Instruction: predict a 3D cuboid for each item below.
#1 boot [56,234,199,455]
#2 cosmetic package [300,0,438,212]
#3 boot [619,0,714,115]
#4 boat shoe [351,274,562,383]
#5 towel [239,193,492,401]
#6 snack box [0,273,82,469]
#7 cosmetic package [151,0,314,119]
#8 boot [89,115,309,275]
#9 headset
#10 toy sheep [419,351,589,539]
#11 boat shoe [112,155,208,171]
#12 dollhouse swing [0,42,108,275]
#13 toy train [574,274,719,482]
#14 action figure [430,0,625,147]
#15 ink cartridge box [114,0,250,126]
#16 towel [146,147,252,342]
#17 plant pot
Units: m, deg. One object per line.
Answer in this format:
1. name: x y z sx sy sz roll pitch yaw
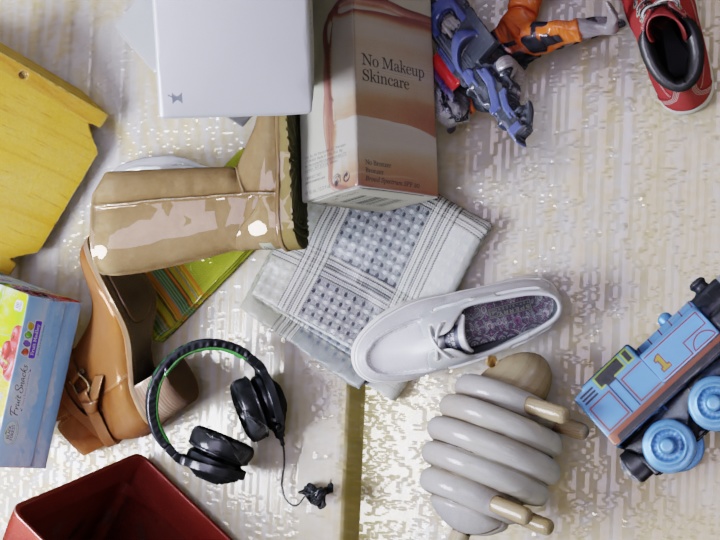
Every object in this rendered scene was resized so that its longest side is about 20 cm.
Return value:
1. boot: -0.267 0.080 1.243 0.154 0.074 0.201 -28 87 25
2. cosmetic package: 0.006 -0.161 1.133 0.087 0.103 0.201 -12 78 51
3. boot: 0.254 -0.241 1.072 0.072 0.144 0.201 -19 80 17
4. boat shoe: 0.088 0.057 1.123 0.199 0.069 0.072 -12 95 0
5. towel: 0.000 0.000 1.195 0.192 0.035 0.201 29 96 17
6. snack box: -0.373 0.091 1.249 0.199 0.067 0.170 13 90 46
7. cosmetic package: -0.100 -0.234 1.000 0.122 0.200 0.201 -2 104 -1
8. boot: -0.150 -0.089 1.152 0.199 0.066 0.176 -4 72 14
9. headset: -0.112 0.153 1.179 0.200 0.094 0.124 44 79 -11
10. toy sheep: 0.117 0.165 1.099 0.137 0.138 0.201 21 77 17
11. boat shoe: -0.174 -0.080 1.224 0.199 0.067 0.074 6 84 20
12. dollhouse swing: -0.398 -0.139 1.328 0.181 0.176 0.201 30 97 -25
13. toy train: 0.285 0.090 1.076 0.200 0.087 0.114 -45 70 10
14. action figure: 0.146 -0.184 1.127 0.193 0.104 0.201 -33 53 18
15. ink cartridge box: -0.108 -0.255 1.177 0.200 0.145 0.084 -48 57 10
16. towel: -0.162 -0.025 1.256 0.200 0.018 0.086 -45 76 10
17. plant pot: -0.237 0.324 1.179 0.200 0.200 0.177 40 111 15
